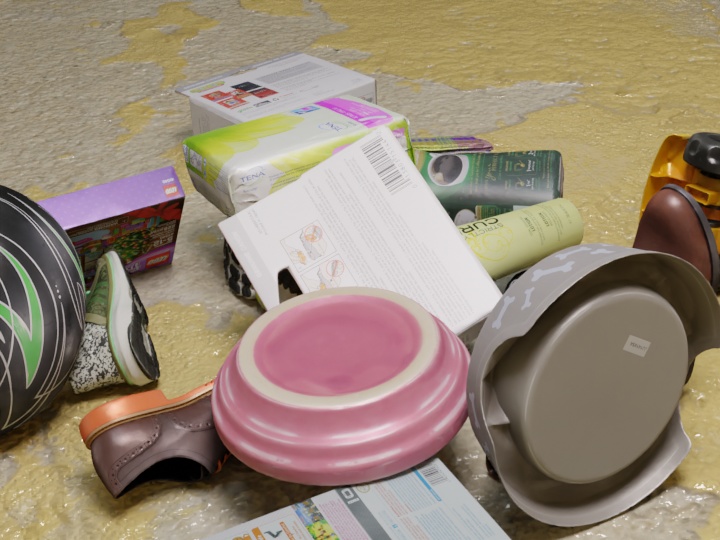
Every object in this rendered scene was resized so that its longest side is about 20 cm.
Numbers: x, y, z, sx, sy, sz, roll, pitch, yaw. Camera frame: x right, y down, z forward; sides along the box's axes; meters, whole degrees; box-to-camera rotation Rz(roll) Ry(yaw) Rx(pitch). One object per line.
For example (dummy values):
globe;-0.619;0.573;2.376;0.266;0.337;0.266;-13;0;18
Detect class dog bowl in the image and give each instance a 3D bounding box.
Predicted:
dog bowl;0.160;0.074;0.818;0.197;0.203;0.059;-17;28;-23

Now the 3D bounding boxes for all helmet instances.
helmet;-0.316;0.031;0.958;0.189;0.201;0.201;27;21;-20

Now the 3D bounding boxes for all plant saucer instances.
plant saucer;-0.014;0.073;0.866;0.196;0.052;0.202;-4;32;3

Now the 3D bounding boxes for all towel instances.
towel;0.073;-0.137;1.343;0.141;0.023;0.200;-3;9;1

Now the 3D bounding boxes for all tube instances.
tube;0.116;-0.018;1.069;0.197;0.053;0.058;-17;22;-29

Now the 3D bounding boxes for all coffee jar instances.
coffee jar;0.108;-0.072;1.207;0.196;0.086;0.105;2;42;11

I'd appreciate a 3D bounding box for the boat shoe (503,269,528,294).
boat shoe;0.151;0.040;1.022;0.073;0.067;0.200;2;29;12

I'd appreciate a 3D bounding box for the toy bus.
toy bus;0.391;-0.045;1.100;0.190;0.138;0.199;-7;26;-41

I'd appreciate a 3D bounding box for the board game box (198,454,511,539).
board game box;-0.003;0.208;0.742;0.197;0.065;0.147;-15;29;-21

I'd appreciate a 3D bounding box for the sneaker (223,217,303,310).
sneaker;-0.070;-0.001;1.143;0.084;0.078;0.200;-4;31;-35

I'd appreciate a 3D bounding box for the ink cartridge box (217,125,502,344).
ink cartridge box;0.000;0.000;1.003;0.174;0.045;0.201;-30;67;-6

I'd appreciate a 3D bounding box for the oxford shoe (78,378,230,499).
oxford shoe;-0.117;0.129;0.923;0.197;0.071;0.073;-12;62;-29

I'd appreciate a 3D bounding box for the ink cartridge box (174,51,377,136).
ink cartridge box;-0.105;-0.195;1.466;0.198;0.085;0.175;-23;34;-31

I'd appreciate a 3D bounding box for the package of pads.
package of pads;-0.059;-0.110;1.159;0.197;0.069;0.154;-19;25;-19

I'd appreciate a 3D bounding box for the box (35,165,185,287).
box;-0.272;-0.027;1.140;0.197;0.137;0.040;-18;69;-22

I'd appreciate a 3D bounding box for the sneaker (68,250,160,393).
sneaker;-0.241;0.047;1.071;0.087;0.078;0.200;-22;27;-6

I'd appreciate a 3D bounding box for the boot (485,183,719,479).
boot;0.171;0.044;0.884;0.197;0.191;0.068;-19;42;-28
